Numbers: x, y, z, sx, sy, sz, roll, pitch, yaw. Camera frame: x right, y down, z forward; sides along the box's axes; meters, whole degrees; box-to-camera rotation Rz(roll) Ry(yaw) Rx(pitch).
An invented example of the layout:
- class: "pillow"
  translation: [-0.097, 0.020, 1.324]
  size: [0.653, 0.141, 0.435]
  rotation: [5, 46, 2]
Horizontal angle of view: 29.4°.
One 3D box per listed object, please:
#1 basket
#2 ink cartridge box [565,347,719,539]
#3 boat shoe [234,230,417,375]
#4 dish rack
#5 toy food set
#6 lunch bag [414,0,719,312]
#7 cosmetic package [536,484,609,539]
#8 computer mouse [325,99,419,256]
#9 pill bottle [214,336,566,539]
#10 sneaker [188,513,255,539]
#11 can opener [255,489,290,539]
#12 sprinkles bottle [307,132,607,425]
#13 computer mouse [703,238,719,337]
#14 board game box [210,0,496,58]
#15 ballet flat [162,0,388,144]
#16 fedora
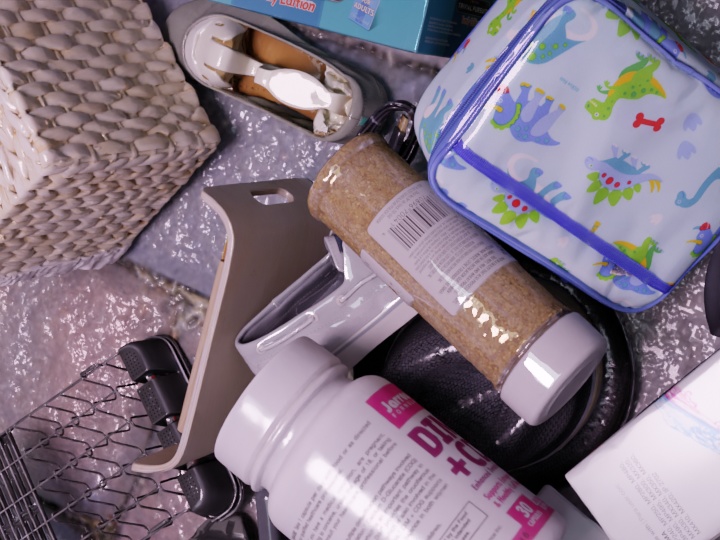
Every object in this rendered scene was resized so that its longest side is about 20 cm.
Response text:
- class: "basket"
  translation: [-0.236, -0.114, 0.977]
  size: [0.160, 0.199, 0.200]
  rotation: [-36, 78, 31]
- class: "ink cartridge box"
  translation: [0.234, 0.083, 0.809]
  size: [0.200, 0.145, 0.083]
  rotation: [-43, 76, 23]
- class: "boat shoe"
  translation: [0.000, 0.000, 0.910]
  size: [0.200, 0.072, 0.069]
  rotation: [-41, 117, 8]
- class: "dish rack"
  translation: [-0.203, 0.159, 1.053]
  size: [0.199, 0.054, 0.155]
  rotation: [-34, 71, 15]
- class: "toy food set"
  translation: [-0.092, 0.036, 0.962]
  size: [0.060, 0.143, 0.203]
  rotation: [21, 104, 24]
- class: "lunch bag"
  translation: [0.141, -0.074, 0.822]
  size: [0.199, 0.083, 0.161]
  rotation: [32, 112, -25]
- class: "cosmetic package"
  translation: [0.095, 0.252, 0.884]
  size: [0.101, 0.071, 0.200]
  rotation: [39, 78, 17]
- class: "computer mouse"
  translation: [0.003, -0.022, 0.951]
  size: [0.058, 0.034, 0.202]
  rotation: [18, 114, 13]
- class: "pill bottle"
  translation: [0.015, 0.137, 0.830]
  size: [0.199, 0.113, 0.114]
  rotation: [37, 109, 13]
- class: "sneaker"
  translation: [-0.107, 0.288, 1.041]
  size: [0.075, 0.079, 0.203]
  rotation: [0, 76, 30]
- class: "can opener"
  translation: [-0.053, 0.259, 1.010]
  size: [0.053, 0.067, 0.203]
  rotation: [-3, 94, 25]
- class: "sprinkles bottle"
  translation: [0.056, 0.002, 0.831]
  size: [0.200, 0.068, 0.069]
  rotation: [44, 112, 19]
- class: "computer mouse"
  translation: [0.268, -0.038, 0.787]
  size: [0.200, 0.138, 0.053]
  rotation: [-43, 78, 26]
- class: "board game box"
  translation: [-0.017, -0.183, 0.899]
  size: [0.198, 0.151, 0.048]
  rotation: [18, 102, 22]
- class: "ballet flat"
  translation: [-0.072, -0.147, 0.977]
  size: [0.198, 0.064, 0.068]
  rotation: [26, 106, 21]
- class: "fedora"
  translation: [0.078, 0.079, 0.902]
  size: [0.198, 0.092, 0.204]
  rotation: [4, 102, 19]
